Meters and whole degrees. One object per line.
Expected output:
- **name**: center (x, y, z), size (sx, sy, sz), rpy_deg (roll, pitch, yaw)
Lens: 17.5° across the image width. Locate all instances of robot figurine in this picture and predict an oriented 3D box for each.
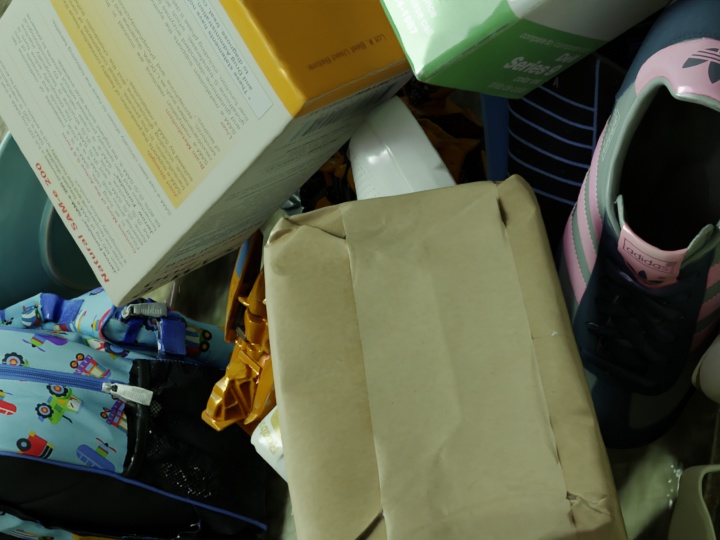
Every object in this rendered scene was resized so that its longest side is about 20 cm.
- **robot figurine**: center (0.000, 0.000, 0.998), size (0.145, 0.058, 0.201), rpy_deg (38, 122, 37)

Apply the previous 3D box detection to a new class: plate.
- **plate**: center (-0.124, -0.052, 1.246), size (0.026, 0.200, 0.201), rpy_deg (36, 109, 26)

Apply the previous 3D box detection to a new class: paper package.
- **paper package**: center (0.042, 0.103, 0.808), size (0.191, 0.103, 0.200), rpy_deg (-99, -6, -53)

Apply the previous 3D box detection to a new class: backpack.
- **backpack**: center (-0.161, 0.081, 1.196), size (0.182, 0.199, 0.135), rpy_deg (-22, 56, 55)

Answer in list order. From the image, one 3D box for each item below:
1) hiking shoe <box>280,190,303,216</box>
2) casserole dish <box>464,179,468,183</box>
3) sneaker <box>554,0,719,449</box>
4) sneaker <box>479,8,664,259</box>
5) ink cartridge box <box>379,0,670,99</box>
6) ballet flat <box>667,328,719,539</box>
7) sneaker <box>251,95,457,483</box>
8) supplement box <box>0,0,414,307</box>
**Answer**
- **hiking shoe**: center (-0.018, -0.063, 1.157), size (0.200, 0.087, 0.075), rpy_deg (23, 109, 38)
- **casserole dish**: center (0.020, 0.026, 1.053), size (0.200, 0.039, 0.122), rpy_deg (-35, 66, 46)
- **sneaker**: center (0.103, -0.007, 0.844), size (0.082, 0.070, 0.201), rpy_deg (-57, -19, -56)
- **sneaker**: center (0.094, -0.052, 0.912), size (0.078, 0.070, 0.201), rpy_deg (-9, 96, 56)
- **ink cartridge box**: center (0.088, -0.174, 0.828), size (0.200, 0.087, 0.146), rpy_deg (-33, 72, 27)
- **ballet flat**: center (0.144, 0.061, 0.825), size (0.067, 0.062, 0.201), rpy_deg (-17, 60, 57)
- **sneaker**: center (0.006, 0.036, 0.909), size (0.115, 0.200, 0.074), rpy_deg (-24, 33, -2)
- **supplement box**: center (-0.067, -0.086, 0.927), size (0.126, 0.073, 0.200), rpy_deg (59, 145, 6)
